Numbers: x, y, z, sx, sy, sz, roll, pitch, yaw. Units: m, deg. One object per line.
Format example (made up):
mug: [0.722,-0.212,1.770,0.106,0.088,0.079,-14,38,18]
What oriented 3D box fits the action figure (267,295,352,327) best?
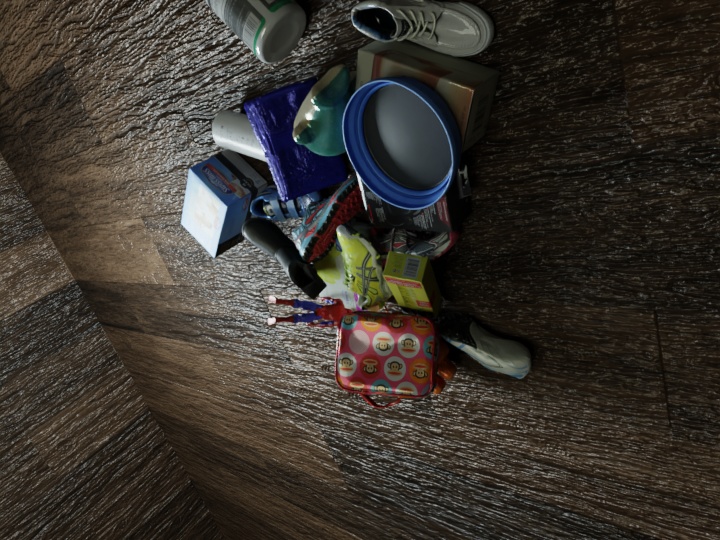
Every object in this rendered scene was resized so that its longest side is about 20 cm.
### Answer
action figure: [-0.110,0.085,1.085,0.098,0.197,0.067,-4,82,54]

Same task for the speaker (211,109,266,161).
speaker: [-0.216,-0.275,1.082,0.198,0.081,0.082,22,132,31]

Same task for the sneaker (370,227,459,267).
sneaker: [0.091,-0.054,0.954,0.198,0.080,0.076,-7,112,46]

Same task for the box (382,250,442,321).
box: [0.100,0.033,0.948,0.074,0.051,0.201,11,159,19]

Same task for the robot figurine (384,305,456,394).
robot figurine: [0.104,0.163,1.077,0.199,0.116,0.145,38,141,15]

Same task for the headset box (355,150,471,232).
headset box: [0.093,-0.151,0.882,0.197,0.077,0.151,7,123,40]

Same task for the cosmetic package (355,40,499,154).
cosmetic package: [0.094,-0.268,0.785,0.198,0.087,0.105,29,137,26]

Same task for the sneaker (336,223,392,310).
sneaker: [0.000,0.000,0.986,0.075,0.076,0.202,36,160,51]

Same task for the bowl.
bowl: [0.061,-0.190,0.782,0.198,0.039,0.203,28,140,26]

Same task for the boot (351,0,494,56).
boot: [0.082,-0.342,0.736,0.198,0.095,0.075,26,134,28]

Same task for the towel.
towel: [-0.117,-0.240,0.979,0.145,0.050,0.203,-19,112,3]

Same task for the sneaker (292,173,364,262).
sneaker: [-0.067,-0.118,1.013,0.201,0.079,0.096,-49,55,12]

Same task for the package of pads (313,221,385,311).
package of pads: [-0.033,-0.012,1.112,0.152,0.068,0.203,15,128,35]

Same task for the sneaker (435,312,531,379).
sneaker: [0.225,0.144,0.982,0.198,0.072,0.073,26,143,32]

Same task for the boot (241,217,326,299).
boot: [-0.164,-0.030,1.090,0.163,0.066,0.200,31,-169,-28]

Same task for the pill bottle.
pill bottle: [-0.196,-0.467,0.895,0.200,0.113,0.113,47,140,6]

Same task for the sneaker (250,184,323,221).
sneaker: [-0.159,-0.141,1.126,0.197,0.082,0.075,4,119,41]

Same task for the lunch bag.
lunch bag: [0.050,0.170,0.989,0.196,0.082,0.180,4,88,16]

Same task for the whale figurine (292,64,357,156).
whale figurine: [-0.041,-0.258,0.860,0.104,0.159,0.200,44,172,-3]

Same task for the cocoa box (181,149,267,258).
cocoa box: [-0.327,-0.157,1.236,0.133,0.131,0.201,43,140,9]
